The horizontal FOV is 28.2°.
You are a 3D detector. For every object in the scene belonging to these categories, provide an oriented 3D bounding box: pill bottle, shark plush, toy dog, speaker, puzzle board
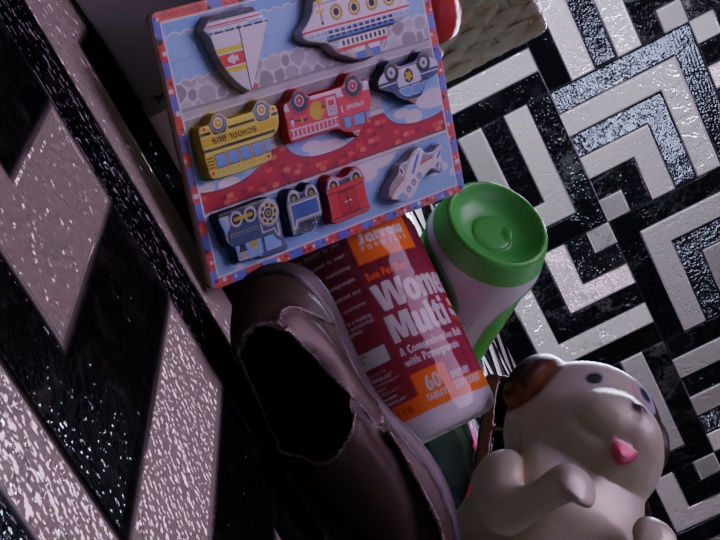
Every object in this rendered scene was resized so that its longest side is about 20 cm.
[{"bbox_3d":[-0.004,0.017,0.901,0.201,0.109,0.110,65,7,8],"label":"pill bottle"},{"bbox_3d":[0.044,0.146,1.145,0.083,0.090,0.202,25,57,-48],"label":"shark plush"},{"bbox_3d":[0.118,0.153,0.861,0.139,0.201,0.194,27,-7,-2],"label":"toy dog"},{"bbox_3d":[0.057,0.031,0.993,0.201,0.088,0.089,-62,-140,46],"label":"speaker"},{"bbox_3d":[-0.022,-0.092,0.819,0.017,0.199,0.152,6,-67,49],"label":"puzzle board"}]

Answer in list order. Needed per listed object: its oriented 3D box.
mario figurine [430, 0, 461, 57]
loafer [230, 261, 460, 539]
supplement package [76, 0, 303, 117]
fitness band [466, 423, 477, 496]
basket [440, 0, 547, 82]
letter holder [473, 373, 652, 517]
[{"bbox_3d":[-0.017,-0.145,0.947,0.123,0.200,0.107,30,47,-20],"label":"mario figurine"},{"bbox_3d":[-0.016,0.096,0.752,0.201,0.073,0.071,58,18,-9],"label":"loafer"},{"bbox_3d":[-0.112,-0.203,0.882,0.114,0.109,0.201,59,9,-33],"label":"supplement package"},{"bbox_3d":[0.083,0.139,1.408,0.144,0.037,0.201,53,14,-58],"label":"fitness band"},{"bbox_3d":[0.018,-0.246,1.090,0.199,0.199,0.162,56,11,-42],"label":"basket"},{"bbox_3d":[0.170,0.183,1.171,0.201,0.141,0.101,78,19,-55],"label":"letter holder"}]
